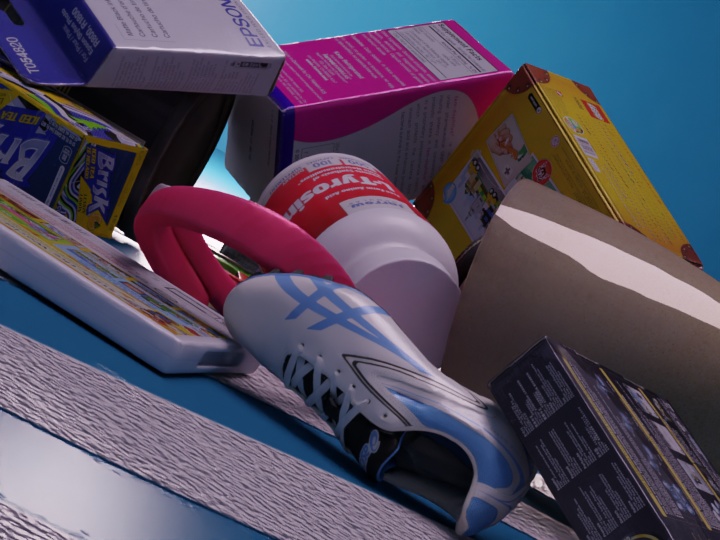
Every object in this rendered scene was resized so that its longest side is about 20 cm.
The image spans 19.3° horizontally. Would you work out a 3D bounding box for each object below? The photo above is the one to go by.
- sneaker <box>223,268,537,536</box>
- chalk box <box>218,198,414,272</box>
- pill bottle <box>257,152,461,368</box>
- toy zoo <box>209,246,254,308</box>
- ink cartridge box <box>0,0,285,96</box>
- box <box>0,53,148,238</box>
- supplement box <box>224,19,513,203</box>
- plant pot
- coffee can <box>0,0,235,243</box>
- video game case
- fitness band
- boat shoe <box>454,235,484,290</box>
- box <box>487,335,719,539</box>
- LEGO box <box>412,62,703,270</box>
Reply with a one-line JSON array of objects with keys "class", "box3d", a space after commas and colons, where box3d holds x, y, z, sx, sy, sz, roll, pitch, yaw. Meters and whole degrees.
[{"class": "sneaker", "box3d": [0.003, 0.067, 1.139, 0.199, 0.072, 0.072, 34, 42, 17]}, {"class": "chalk box", "box3d": [0.008, 0.000, 1.699, 0.200, 0.125, 0.124, 34, 5, 36]}, {"class": "pill bottle", "box3d": [0.000, 0.000, 1.423, 0.112, 0.113, 0.200, 28, 9, -23]}, {"class": "toy zoo", "box3d": [-0.082, 0.019, 1.516, 0.131, 0.021, 0.200, 30, 3, -7]}, {"class": "ink cartridge box", "box3d": [-0.181, -0.197, 1.501, 0.199, 0.041, 0.200, -2, 41, -38]}, {"class": "box", "box3d": [-0.236, -0.096, 1.423, 0.200, 0.070, 0.064, 33, 13, 36]}, {"class": "supplement box", "box3d": [0.006, -0.116, 1.629, 0.199, 0.102, 0.103, -10, 36, -25]}, {"class": "plant pot", "box3d": [0.172, 0.058, 1.366, 0.199, 0.189, 0.187, 17, 0, 16]}, {"class": "coffee can", "box3d": [-0.211, -0.132, 1.565, 0.199, 0.147, 0.146, 30, 4, 7]}, {"class": "video game case", "box3d": [-0.158, -0.001, 1.179, 0.199, 0.023, 0.182, 32, 4, 11]}, {"class": "fitness band", "box3d": [-0.058, 0.011, 1.260, 0.143, 0.038, 0.200, 22, -21, 25]}, {"class": "boat shoe", "box3d": [0.050, 0.023, 1.502, 0.068, 0.072, 0.200, 54, -29, 10]}, {"class": "box", "box3d": [0.165, 0.139, 1.119, 0.161, 0.049, 0.201, 28, 26, -55]}, {"class": "LEGO box", "box3d": [0.140, -0.027, 1.554, 0.077, 0.149, 0.201, 15, 36, -38]}]
